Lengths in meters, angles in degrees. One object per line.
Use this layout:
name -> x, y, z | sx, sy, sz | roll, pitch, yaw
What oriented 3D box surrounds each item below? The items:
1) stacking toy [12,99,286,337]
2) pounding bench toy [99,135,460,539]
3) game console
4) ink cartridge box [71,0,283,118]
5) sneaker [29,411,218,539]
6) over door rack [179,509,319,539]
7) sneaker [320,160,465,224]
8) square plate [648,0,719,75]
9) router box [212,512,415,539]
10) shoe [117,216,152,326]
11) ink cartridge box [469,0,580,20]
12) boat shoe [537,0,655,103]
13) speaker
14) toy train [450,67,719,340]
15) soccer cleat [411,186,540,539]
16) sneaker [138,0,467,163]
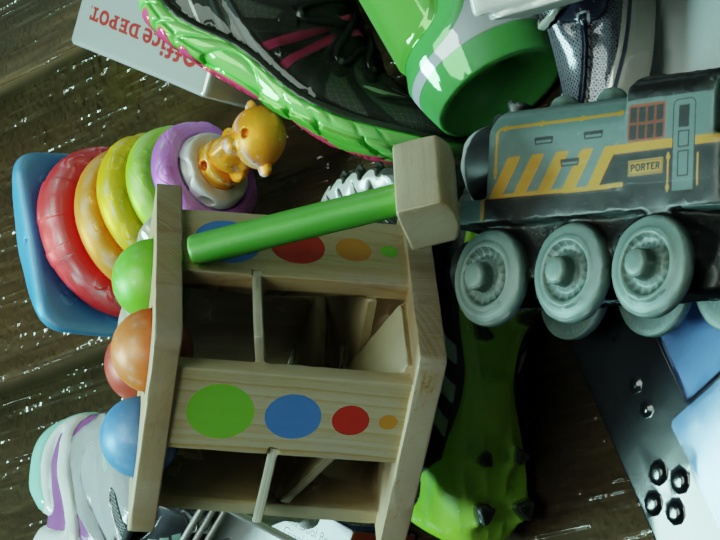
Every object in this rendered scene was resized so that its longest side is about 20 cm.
stacking toy -> -0.104, -0.046, 1.425 | 0.200, 0.109, 0.117 | -31, 65, 44
pounding bench toy -> -0.043, 0.017, 1.200 | 0.125, 0.155, 0.201 | -95, 13, -52
game console -> 0.184, 0.040, 1.137 | 0.200, 0.031, 0.178 | -47, 59, 39
ink cartridge box -> -0.076, -0.204, 1.444 | 0.146, 0.084, 0.201 | 24, 101, 47
sneaker -> -0.125, 0.167, 1.370 | 0.139, 0.077, 0.202 | -21, 69, 45
over door rack -> -0.039, 0.205, 1.287 | 0.148, 0.199, 0.067 | -59, 1, 12
sneaker -> 0.000, 0.000, 1.341 | 0.200, 0.066, 0.091 | -26, 71, 53
square plate -> 0.204, -0.119, 1.164 | 0.199, 0.028, 0.200 | 11, 91, 48
router box -> -0.071, 0.197, 1.401 | 0.199, 0.049, 0.181 | 23, 101, 47
shoe -> -0.102, 0.023, 1.393 | 0.053, 0.070, 0.200 | 40, 159, 9
ink cartridge box -> 0.105, -0.228, 1.134 | 0.144, 0.084, 0.201 | -14, 90, 20
boat shoe -> 0.096, -0.147, 1.225 | 0.075, 0.092, 0.202 | 154, 124, -76
speaker -> 0.029, -0.171, 1.310 | 0.088, 0.088, 0.201 | -45, 61, 33
toy train -> 0.119, -0.029, 1.142 | 0.199, 0.085, 0.115 | -4, 79, 50
soccer cleat -> 0.054, 0.042, 1.278 | 0.081, 0.067, 0.202 | 4, 89, 52
sneaker -> -0.025, -0.121, 1.331 | 0.199, 0.077, 0.084 | 31, 92, 7
